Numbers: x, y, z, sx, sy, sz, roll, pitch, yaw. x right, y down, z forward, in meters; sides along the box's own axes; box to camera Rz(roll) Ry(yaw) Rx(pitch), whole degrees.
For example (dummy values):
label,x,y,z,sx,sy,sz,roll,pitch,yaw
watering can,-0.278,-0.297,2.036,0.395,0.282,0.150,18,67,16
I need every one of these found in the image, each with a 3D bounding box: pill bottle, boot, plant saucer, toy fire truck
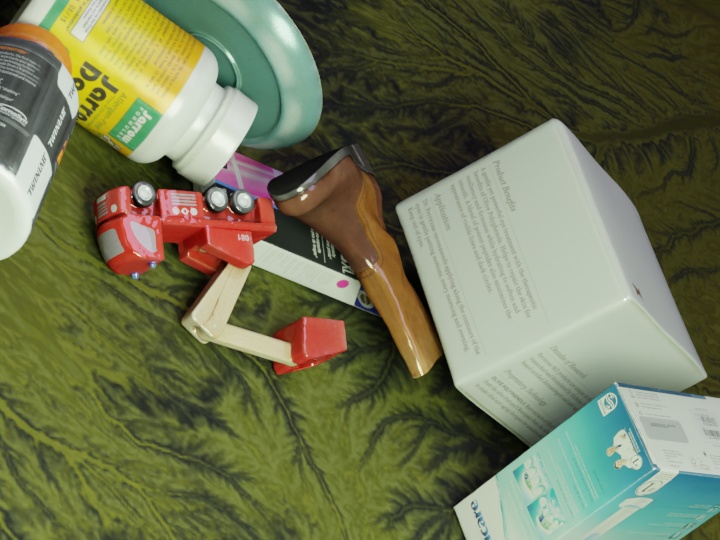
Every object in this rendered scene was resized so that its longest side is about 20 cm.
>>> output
label,x,y,z,sx,sy,sz,roll,pitch,yaw
pill bottle,-0.270,-0.103,1.517,0.106,0.106,0.200,36,35,-18
boot,0.000,0.000,1.699,0.188,0.068,0.200,-34,100,-81
plant saucer,-0.119,-0.177,1.705,0.200,0.200,0.027,45,57,-4
pill bottle,-0.187,-0.158,1.656,0.200,0.113,0.113,35,35,-14
toy fire truck,-0.112,0.008,1.624,0.200,0.049,0.141,3,70,-35

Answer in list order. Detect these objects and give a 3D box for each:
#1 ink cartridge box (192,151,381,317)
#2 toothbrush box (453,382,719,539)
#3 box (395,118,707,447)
label,x,y,z,sx,sy,sz,roll,pitch,yaw
ink cartridge box,-0.056,-0.034,1.762,0.200,0.037,0.095,25,40,-35
toothbrush box,0.201,0.184,1.677,0.146,0.200,0.085,10,47,-43
box,0.167,0.018,1.792,0.200,0.171,0.199,39,28,-52
